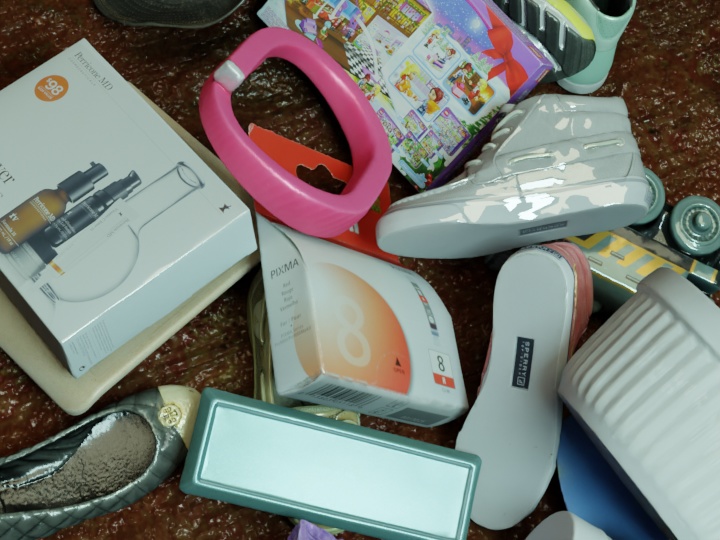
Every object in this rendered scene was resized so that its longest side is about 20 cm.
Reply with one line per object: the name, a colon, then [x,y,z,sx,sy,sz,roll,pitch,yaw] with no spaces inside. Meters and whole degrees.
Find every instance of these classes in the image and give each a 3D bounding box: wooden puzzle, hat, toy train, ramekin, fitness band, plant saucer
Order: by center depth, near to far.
ramekin: [0.214,0.107,0.879,0.105,0.200,0.201,-37,77,1]
plant saucer: [-0.016,0.135,0.911,0.198,0.019,0.071,15,79,-10]
wooden puzzle: [-0.182,-0.017,0.964,0.185,0.046,0.200,40,68,20]
fitness band: [-0.040,-0.100,0.964,0.144,0.037,0.200,46,27,-9]
toy train: [0.189,-0.020,1.045,0.198,0.085,0.115,26,75,-2]
hat: [-0.130,-0.279,1.051,0.198,0.081,0.202,-10,50,12]

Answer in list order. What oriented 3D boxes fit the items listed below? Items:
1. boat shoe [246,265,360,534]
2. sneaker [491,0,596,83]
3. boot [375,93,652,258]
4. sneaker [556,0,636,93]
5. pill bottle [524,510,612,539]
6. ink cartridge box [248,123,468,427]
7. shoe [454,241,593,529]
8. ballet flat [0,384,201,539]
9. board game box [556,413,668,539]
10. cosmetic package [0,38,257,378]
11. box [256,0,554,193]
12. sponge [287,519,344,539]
boat shoe: [-0.038,0.080,0.952,0.072,0.063,0.203,-2,66,-13]
sneaker: [0.114,-0.222,1.095,0.199,0.079,0.090,34,52,28]
boot: [0.103,-0.070,0.985,0.197,0.074,0.097,-8,70,-3]
sneaker: [0.173,-0.261,1.125,0.073,0.118,0.202,-12,68,-16]
pill bottle: [0.188,0.248,0.881,0.199,0.114,0.115,34,62,-9]
ink cartridge box: [0.000,0.000,0.961,0.161,0.050,0.202,18,58,-47]
shoe: [0.122,0.078,0.972,0.071,0.091,0.203,13,101,22]
ballet flat: [-0.186,0.132,0.899,0.199,0.057,0.067,-27,75,-22]
board game box: [0.229,0.148,0.995,0.199,0.039,0.159,-33,77,-24]
cosmetic package: [-0.188,-0.048,0.921,0.150,0.052,0.200,-36,63,-20]
box: [0.032,-0.178,1.055,0.137,0.039,0.200,-46,79,20]
sponge: [0.033,0.243,0.858,0.199,0.030,0.112,30,29,-14]
